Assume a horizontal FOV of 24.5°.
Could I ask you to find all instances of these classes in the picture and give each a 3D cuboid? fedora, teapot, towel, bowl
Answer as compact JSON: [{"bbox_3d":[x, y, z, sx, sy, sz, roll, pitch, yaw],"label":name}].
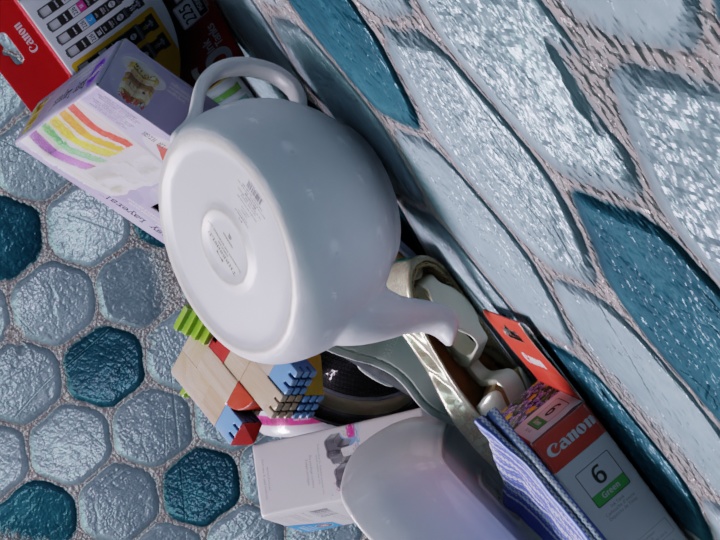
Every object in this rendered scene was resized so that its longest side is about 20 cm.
[{"bbox_3d":[-0.007,0.050,1.518,0.201,0.199,0.092,47,143,40],"label":"fedora"},{"bbox_3d":[-0.042,-0.041,1.176,0.197,0.145,0.202,14,120,49],"label":"teapot"},{"bbox_3d":[0.137,0.177,1.133,0.145,0.024,0.200,49,174,24],"label":"towel"},{"bbox_3d":[0.082,0.196,1.268,0.200,0.075,0.200,47,-169,-1],"label":"bowl"}]

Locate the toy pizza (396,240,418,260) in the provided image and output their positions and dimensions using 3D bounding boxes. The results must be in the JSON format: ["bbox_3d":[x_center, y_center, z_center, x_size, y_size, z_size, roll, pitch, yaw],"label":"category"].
[{"bbox_3d":[0.000,0.000,1.361,0.200,0.032,0.200,37,166,11],"label":"toy pizza"}]

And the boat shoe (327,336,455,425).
[{"bbox_3d":[0.035,0.057,1.299,0.199,0.076,0.060,33,-177,-17],"label":"boat shoe"}]

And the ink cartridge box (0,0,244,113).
[{"bbox_3d":[-0.213,-0.199,1.338,0.084,0.175,0.200,49,174,37],"label":"ink cartridge box"}]

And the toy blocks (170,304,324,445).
[{"bbox_3d":[-0.081,0.072,1.446,0.099,0.201,0.137,4,-146,-48],"label":"toy blocks"}]

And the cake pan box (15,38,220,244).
[{"bbox_3d":[-0.154,-0.086,1.315,0.199,0.053,0.184,35,156,-23],"label":"cake pan box"}]

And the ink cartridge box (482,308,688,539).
[{"bbox_3d":[0.139,0.122,1.137,0.201,0.050,0.109,52,175,-8],"label":"ink cartridge box"}]

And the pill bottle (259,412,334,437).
[{"bbox_3d":[-0.059,0.063,1.704,0.113,0.112,0.202,-168,72,-82],"label":"pill bottle"}]

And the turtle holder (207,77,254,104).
[{"bbox_3d":[-0.169,-0.143,1.576,0.186,0.131,0.141,53,175,-10],"label":"turtle holder"}]

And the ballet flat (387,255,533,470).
[{"bbox_3d":[0.085,0.074,1.234,0.200,0.067,0.062,51,152,-2],"label":"ballet flat"}]

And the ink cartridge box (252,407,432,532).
[{"bbox_3d":[0.020,0.173,1.454,0.115,0.198,0.069,38,-139,-66],"label":"ink cartridge box"}]
